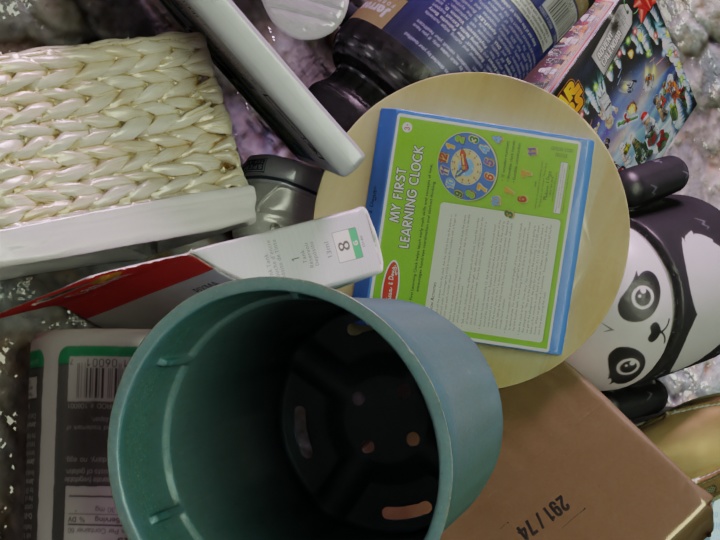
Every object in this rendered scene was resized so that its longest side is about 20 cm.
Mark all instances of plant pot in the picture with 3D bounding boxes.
[{"bbox_3d":[-0.015,0.096,1.366,0.196,0.200,0.200,-12,93,-71],"label":"plant pot"}]

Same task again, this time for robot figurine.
[{"bbox_3d":[0.194,0.014,1.628,0.200,0.125,0.150,-13,73,-49],"label":"robot figurine"}]

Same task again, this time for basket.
[{"bbox_3d":[-0.183,-0.063,1.401,0.200,0.136,0.123,-10,88,-37],"label":"basket"}]

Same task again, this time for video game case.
[{"bbox_3d":[-0.081,-0.142,1.439,0.022,0.182,0.200,-42,101,-3],"label":"video game case"}]

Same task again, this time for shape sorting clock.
[{"bbox_3d":[0.069,-0.024,1.492,0.200,0.039,0.200,0,92,-4],"label":"shape sorting clock"}]

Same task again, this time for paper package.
[{"bbox_3d":[0.091,0.161,1.517,0.200,0.103,0.191,-42,72,-11],"label":"paper package"}]

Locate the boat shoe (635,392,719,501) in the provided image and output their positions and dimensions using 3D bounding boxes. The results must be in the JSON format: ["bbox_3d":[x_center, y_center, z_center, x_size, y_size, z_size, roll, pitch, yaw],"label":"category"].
[{"bbox_3d":[0.199,0.133,1.629,0.076,0.200,0.072,46,20,-69],"label":"boat shoe"}]

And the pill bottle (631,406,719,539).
[{"bbox_3d":[0.237,0.204,1.701,0.109,0.109,0.200,15,76,-35],"label":"pill bottle"}]

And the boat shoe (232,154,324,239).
[{"bbox_3d":[0.002,-0.001,1.567,0.202,0.075,0.086,25,71,-29],"label":"boat shoe"}]

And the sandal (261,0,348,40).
[{"bbox_3d":[-0.054,-0.243,1.556,0.079,0.059,0.207,-7,78,-5],"label":"sandal"}]

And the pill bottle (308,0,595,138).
[{"bbox_3d":[0.053,-0.149,1.556,0.200,0.112,0.112,-47,114,-10],"label":"pill bottle"}]

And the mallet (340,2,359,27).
[{"bbox_3d":[0.020,-0.143,1.622,0.200,0.041,0.066,25,73,-27],"label":"mallet"}]

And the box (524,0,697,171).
[{"bbox_3d":[0.161,-0.102,1.692,0.200,0.040,0.137,-54,135,-27],"label":"box"}]

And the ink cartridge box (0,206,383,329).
[{"bbox_3d":[-0.110,0.017,1.426,0.200,0.161,0.050,-17,88,-37],"label":"ink cartridge box"}]

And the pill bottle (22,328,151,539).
[{"bbox_3d":[-0.145,0.138,1.419,0.113,0.113,0.200,7,82,-36],"label":"pill bottle"}]
